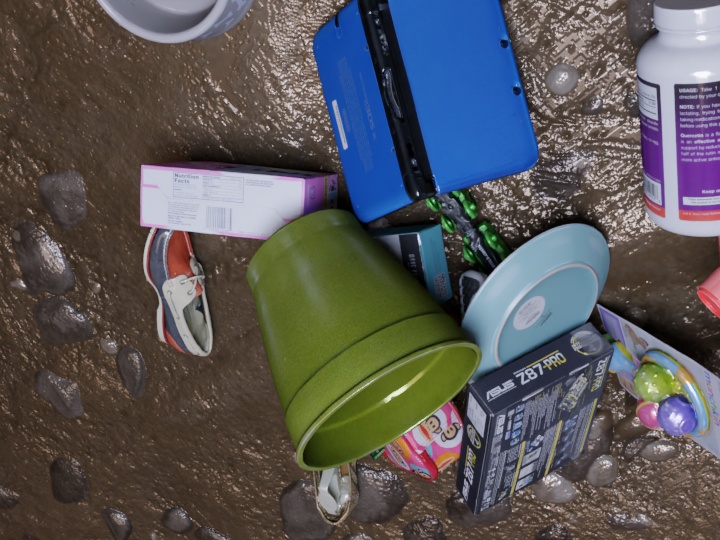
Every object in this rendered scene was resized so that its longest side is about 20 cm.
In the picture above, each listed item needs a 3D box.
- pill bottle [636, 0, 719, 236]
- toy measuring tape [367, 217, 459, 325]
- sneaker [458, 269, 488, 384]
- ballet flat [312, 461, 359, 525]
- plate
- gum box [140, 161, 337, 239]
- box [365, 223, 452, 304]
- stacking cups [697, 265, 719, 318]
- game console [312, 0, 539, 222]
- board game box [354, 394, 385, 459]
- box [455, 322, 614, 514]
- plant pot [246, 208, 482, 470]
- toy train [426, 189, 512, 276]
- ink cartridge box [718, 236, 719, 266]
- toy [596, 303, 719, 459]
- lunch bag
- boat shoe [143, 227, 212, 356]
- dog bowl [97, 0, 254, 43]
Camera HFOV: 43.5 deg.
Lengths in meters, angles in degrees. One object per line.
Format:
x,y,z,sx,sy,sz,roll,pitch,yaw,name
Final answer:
0.303,-0.140,0.797,0.110,0.113,0.203,-2,119,20,pill bottle
0.058,0.039,1.016,0.073,0.074,0.202,-23,110,29,toy measuring tape
0.146,0.060,0.973,0.079,0.076,0.201,-3,151,11,sneaker
-0.038,0.252,1.182,0.069,0.066,0.203,0,119,20,ballet flat
0.184,0.044,0.919,0.026,0.197,0.203,48,136,40,plate
-0.134,-0.078,0.980,0.196,0.113,0.068,7,101,15,gum box
0.000,0.000,0.991,0.197,0.049,0.084,-3,103,36,box
0.388,-0.036,0.809,0.200,0.061,0.061,-45,101,5,stacking cups
0.057,-0.168,0.880,0.170,0.117,0.204,-19,84,58,game console
-0.046,0.125,1.047,0.200,0.023,0.106,40,162,42,board game box
0.185,0.165,0.976,0.159,0.049,0.202,-22,140,-18,box
-0.017,0.054,0.874,0.201,0.198,0.194,-51,59,35,plant pot
0.098,-0.071,0.946,0.041,0.057,0.201,-31,106,23,toy train
0.394,0.055,0.826,0.114,0.203,0.068,-4,147,22,ink cartridge box
0.297,0.124,0.914,0.047,0.200,0.117,-27,117,-7,toy
0.029,0.139,1.048,0.202,0.081,0.176,56,165,-8,lunch bag
-0.216,0.021,1.101,0.062,0.071,0.203,22,132,24,boat shoe
-0.196,-0.322,0.900,0.196,0.059,0.203,10,123,15,dog bowl
